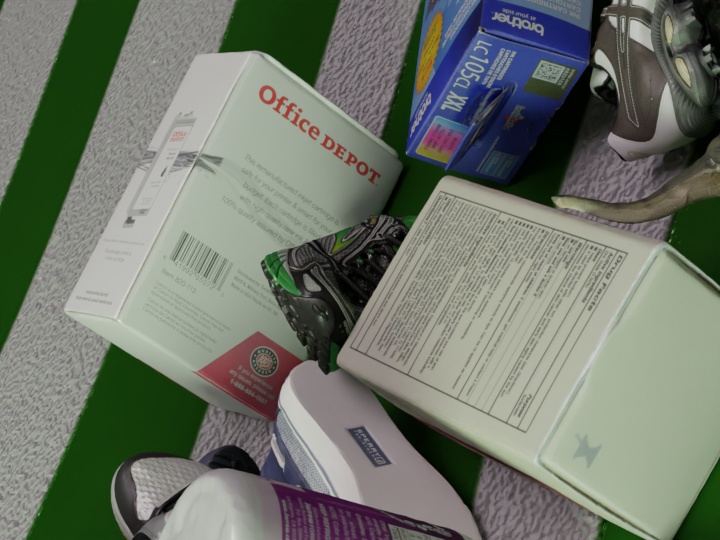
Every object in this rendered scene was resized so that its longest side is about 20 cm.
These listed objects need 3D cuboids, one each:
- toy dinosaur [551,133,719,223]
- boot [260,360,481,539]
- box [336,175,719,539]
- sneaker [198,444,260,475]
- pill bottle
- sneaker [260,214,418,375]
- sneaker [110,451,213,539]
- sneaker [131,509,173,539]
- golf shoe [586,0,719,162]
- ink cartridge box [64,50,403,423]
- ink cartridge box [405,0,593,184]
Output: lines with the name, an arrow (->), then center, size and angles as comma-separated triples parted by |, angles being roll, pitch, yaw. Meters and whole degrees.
toy dinosaur -> 0.206, -0.052, 1.046 | 0.199, 0.048, 0.088 | -26, 39, -18
boot -> 0.004, 0.148, 1.169 | 0.200, 0.072, 0.091 | 57, 139, 44
box -> 0.101, 0.043, 1.080 | 0.129, 0.109, 0.200 | -59, 33, -5
sneaker -> -0.114, 0.204, 1.255 | 0.082, 0.070, 0.201 | -19, 46, 40
pill bottle -> 0.001, 0.174, 0.999 | 0.112, 0.198, 0.113 | -45, 35, 45
sneaker -> 0.000, 0.000, 1.211 | 0.085, 0.078, 0.200 | -31, 5, 17
sneaker -> -0.070, 0.155, 1.159 | 0.199, 0.088, 0.076 | 37, 62, 29
sneaker -> -0.140, 0.219, 1.140 | 0.078, 0.077, 0.201 | 48, 126, 36
golf shoe -> 0.166, -0.150, 1.194 | 0.094, 0.078, 0.201 | -34, 38, 30
ink cartridge box -> -0.081, -0.023, 1.337 | 0.082, 0.146, 0.201 | 7, 67, 55
ink cartridge box -> 0.088, -0.150, 1.252 | 0.137, 0.076, 0.202 | 121, 159, -54
